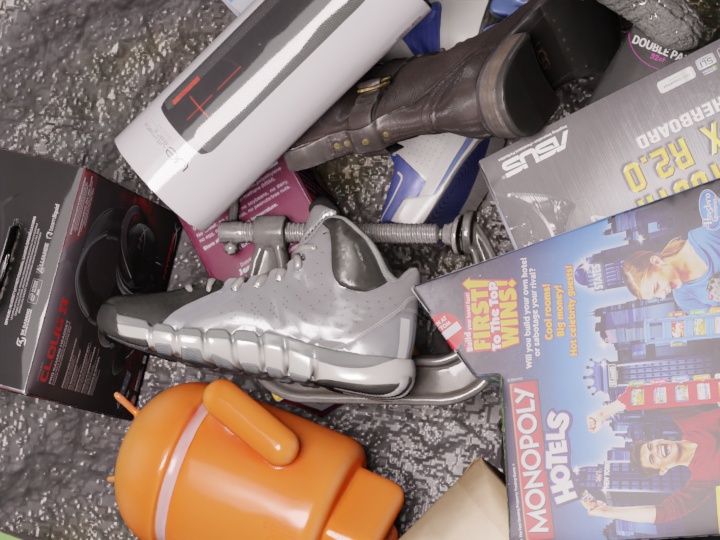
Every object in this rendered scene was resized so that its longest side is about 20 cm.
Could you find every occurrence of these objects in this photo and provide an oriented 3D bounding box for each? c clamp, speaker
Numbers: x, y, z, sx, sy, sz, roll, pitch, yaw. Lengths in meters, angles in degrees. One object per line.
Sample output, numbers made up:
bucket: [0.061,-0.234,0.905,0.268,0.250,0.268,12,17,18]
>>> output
c clamp: [0.000,0.000,1.385,0.199,0.027,0.172,6,82,15]
speaker: [-0.054,-0.118,1.348,0.200,0.081,0.081,-43,74,7]

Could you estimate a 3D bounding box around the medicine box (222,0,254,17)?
medicine box: [-0.026,-0.247,1.456,0.182,0.103,0.200,-42,36,5]

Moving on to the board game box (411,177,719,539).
board game box: [0.133,0.055,1.261,0.199,0.062,0.201,-5,79,18]

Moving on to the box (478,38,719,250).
box: [0.191,-0.036,1.314,0.199,0.048,0.159,-26,76,12]

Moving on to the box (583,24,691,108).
box: [0.227,-0.033,1.394,0.199,0.124,0.149,31,91,18]

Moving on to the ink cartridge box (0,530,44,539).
ink cartridge box: [-0.216,0.288,1.491,0.116,0.067,0.201,17,85,16]

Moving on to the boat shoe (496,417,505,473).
boat shoe: [0.171,0.097,1.389,0.199,0.074,0.061,-6,67,35]

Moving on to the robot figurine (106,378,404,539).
robot figurine: [-0.073,0.141,1.440,0.199,0.144,0.117,20,84,13]

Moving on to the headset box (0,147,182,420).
headset box: [-0.200,0.010,1.461,0.077,0.200,0.150,13,84,17]

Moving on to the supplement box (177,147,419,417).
supplement box: [-0.053,-0.013,1.472,0.085,0.110,0.201,-31,75,7]

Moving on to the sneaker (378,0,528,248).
sneaker: [0.044,-0.121,1.487,0.115,0.081,0.200,20,80,21]

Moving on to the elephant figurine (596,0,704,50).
elephant figurine: [0.111,-0.213,1.274,0.200,0.155,0.142,43,135,16]

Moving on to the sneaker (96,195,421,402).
sneaker: [-0.056,0.008,1.360,0.199,0.075,0.116,10,83,6]

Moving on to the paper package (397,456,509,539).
paper package: [0.113,0.225,1.349,0.103,0.191,0.200,-44,74,0]

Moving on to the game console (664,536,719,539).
game console: [0.273,0.135,1.327,0.200,0.118,0.171,-40,102,6]

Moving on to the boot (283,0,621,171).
boot: [0.056,-0.129,1.394,0.173,0.200,0.070,-7,115,37]
